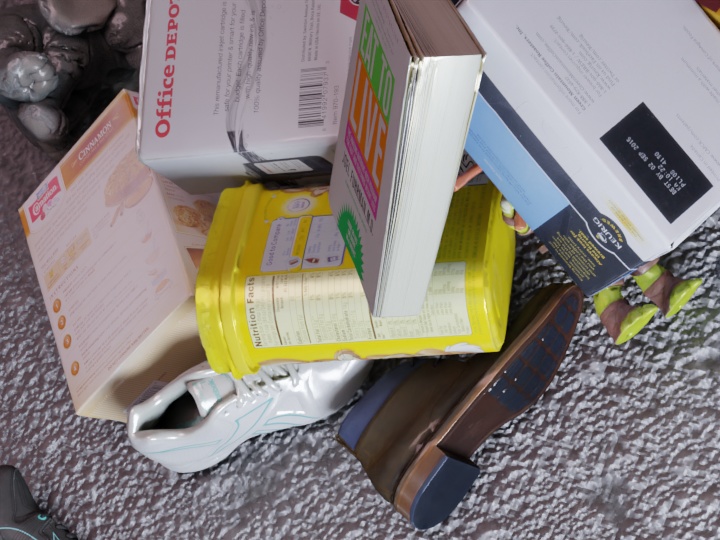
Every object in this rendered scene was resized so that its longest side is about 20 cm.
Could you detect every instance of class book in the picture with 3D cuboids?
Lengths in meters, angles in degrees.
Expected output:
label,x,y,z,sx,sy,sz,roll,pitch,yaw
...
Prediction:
label,x,y,z,sx,sy,sz,roll,pitch,yaw
book,0.022,-0.089,1.429,0.048,0.200,0.134,-4,39,-17

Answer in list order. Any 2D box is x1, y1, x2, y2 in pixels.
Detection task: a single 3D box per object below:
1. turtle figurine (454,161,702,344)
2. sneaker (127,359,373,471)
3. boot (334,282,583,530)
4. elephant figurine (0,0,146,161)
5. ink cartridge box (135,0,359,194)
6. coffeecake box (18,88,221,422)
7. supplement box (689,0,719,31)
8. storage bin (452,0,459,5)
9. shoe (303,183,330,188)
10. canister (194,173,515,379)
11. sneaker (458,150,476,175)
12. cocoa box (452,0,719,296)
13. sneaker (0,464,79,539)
label,x,y,z,sx,sy,sz,roll,pitch,yaw
turtle figurine,0.147,-0.028,1.531,0.161,0.200,0.064,54,128,15
sneaker,-0.078,0.086,1.619,0.200,0.080,0.070,-30,71,13
boot,0.066,0.073,1.566,0.097,0.075,0.200,36,88,34
elephant figurine,-0.211,-0.194,1.833,0.200,0.155,0.142,-42,17,-9
ink cartridge box,-0.050,-0.140,1.598,0.200,0.083,0.145,-4,72,23
coffeecake box,-0.170,-0.010,1.704,0.154,0.073,0.200,-44,51,32
supplement box,0.253,-0.206,1.525,0.197,0.200,0.133,35,85,36
storage bin,0.023,-0.248,1.739,0.135,0.094,0.200,-16,59,22
shoe,0.002,-0.059,1.687,0.070,0.053,0.200,-23,55,-21
canister,0.000,0.000,1.551,0.200,0.087,0.149,-4,39,13
sneaker,-0.005,-0.104,1.645,0.201,0.067,0.108,16,49,7
cocoa box,0.149,-0.109,1.436,0.133,0.131,0.200,-39,90,-23
sneaker,-0.222,0.224,1.660,0.079,0.075,0.200,-26,62,-1
